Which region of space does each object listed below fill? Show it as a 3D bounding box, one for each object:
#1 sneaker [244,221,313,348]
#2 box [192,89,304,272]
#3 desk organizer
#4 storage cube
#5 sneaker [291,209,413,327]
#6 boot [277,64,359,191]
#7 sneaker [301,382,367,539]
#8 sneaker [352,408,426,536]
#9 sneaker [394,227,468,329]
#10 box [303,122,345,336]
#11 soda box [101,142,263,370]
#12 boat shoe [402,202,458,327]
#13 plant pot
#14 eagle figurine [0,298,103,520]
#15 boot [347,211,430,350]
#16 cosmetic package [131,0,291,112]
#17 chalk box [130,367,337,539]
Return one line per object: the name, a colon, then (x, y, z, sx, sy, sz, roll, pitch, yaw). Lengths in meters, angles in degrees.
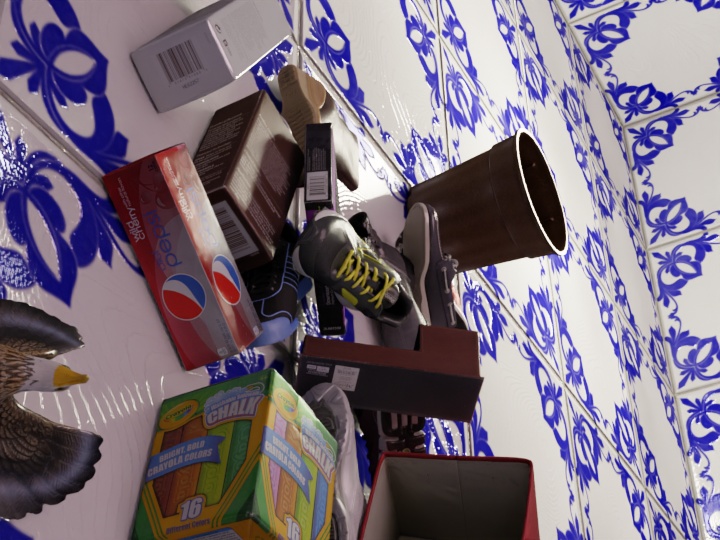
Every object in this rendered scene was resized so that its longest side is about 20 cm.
sneaker: (-0.097, 0.013, 1.284, 0.200, 0.070, 0.079, -73, 150, -69)
box: (-0.126, -0.095, 1.305, 0.101, 0.074, 0.201, 58, 27, -28)
desk organizer: (0.030, 0.104, 1.347, 0.077, 0.198, 0.072, -87, -174, -50)
storage cube: (0.100, 0.320, 1.301, 0.201, 0.169, 0.181, -72, 157, -49)
sneaker: (0.000, 0.000, 1.295, 0.075, 0.084, 0.200, -59, 149, -5)
boot: (-0.043, -0.148, 1.536, 0.166, 0.072, 0.201, 45, 30, -44)
sneaker: (-0.032, 0.222, 1.293, 0.099, 0.077, 0.202, 41, 46, -62)
sneaker: (0.034, 0.214, 1.445, 0.115, 0.075, 0.202, -147, -125, -63)
sneaker: (0.098, 0.018, 1.762, 0.085, 0.076, 0.201, -82, 155, -68)
box: (-0.040, -0.045, 1.396, 0.144, 0.036, 0.201, -92, 177, -48)
soda box: (-0.166, -0.013, 1.157, 0.201, 0.063, 0.070, 67, 22, -8)
boat shoe: (0.100, -0.001, 1.682, 0.073, 0.062, 0.202, -138, -139, -60)
plant pot: (0.188, -0.089, 1.867, 0.200, 0.197, 0.201, 50, 30, -43)
eagle figurine: (-0.254, 0.076, 0.842, 0.152, 0.150, 0.200, -53, 169, -17)
boot: (0.026, 0.031, 1.581, 0.132, 0.069, 0.201, 44, 23, -47)
cosmetic package: (-0.155, -0.244, 1.316, 0.075, 0.101, 0.200, 65, 24, -16)
chalk box: (-0.103, 0.175, 1.079, 0.124, 0.124, 0.201, 53, 27, -37)
